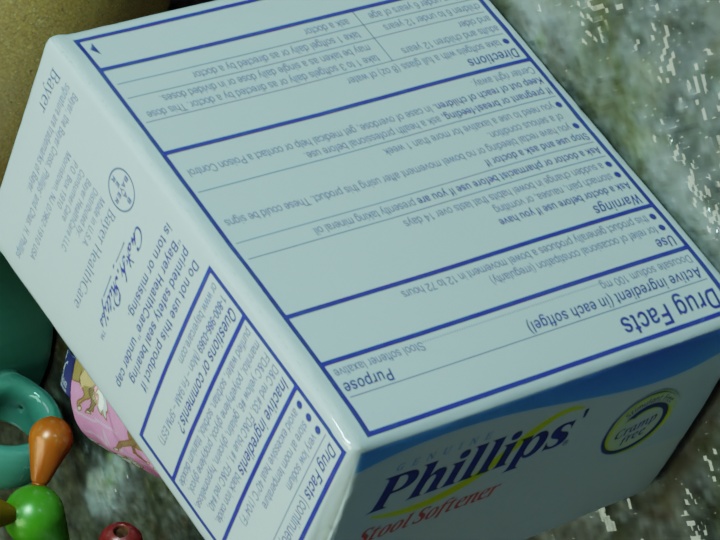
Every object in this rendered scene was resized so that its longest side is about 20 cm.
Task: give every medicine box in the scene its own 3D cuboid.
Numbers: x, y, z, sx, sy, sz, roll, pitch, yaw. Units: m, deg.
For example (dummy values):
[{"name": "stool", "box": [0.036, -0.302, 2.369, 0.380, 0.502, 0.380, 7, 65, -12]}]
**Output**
[{"name": "medicine box", "box": [0.000, 0.000, 1.029, 0.200, 0.182, 0.103, 53, 139, 26]}]

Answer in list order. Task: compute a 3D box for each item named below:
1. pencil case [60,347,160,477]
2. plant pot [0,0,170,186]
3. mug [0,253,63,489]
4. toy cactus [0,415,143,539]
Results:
[{"name": "pencil case", "box": [-0.036, 0.065, 1.188, 0.200, 0.086, 0.083, 25, 90, 45]}, {"name": "plant pot", "box": [-0.147, -0.143, 1.188, 0.187, 0.186, 0.200, 53, 126, 25]}, {"name": "mug", "box": [-0.226, 0.014, 1.382, 0.185, 0.114, 0.153, 22, 120, 47]}, {"name": "toy cactus", "box": [-0.094, 0.143, 1.266, 0.164, 0.103, 0.200, 19, 160, 5]}]
